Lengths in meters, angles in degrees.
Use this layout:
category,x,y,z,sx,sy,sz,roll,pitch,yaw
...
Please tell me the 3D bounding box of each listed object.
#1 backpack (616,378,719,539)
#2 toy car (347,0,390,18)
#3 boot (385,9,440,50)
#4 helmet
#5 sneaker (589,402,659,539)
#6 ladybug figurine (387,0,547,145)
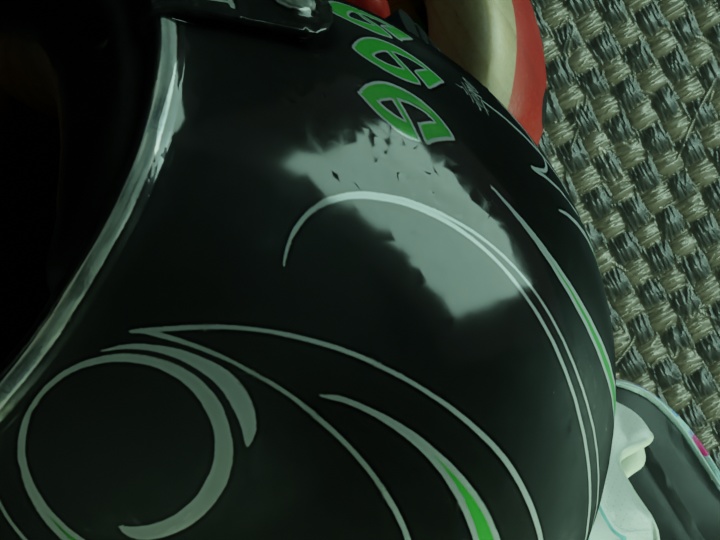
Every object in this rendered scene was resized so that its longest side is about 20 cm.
category,x,y,z,sx,sy,sz,roll,pitch,yaw
backpack,0.098,0.152,1.159,0.201,0.177,0.150,56,-16,-9
toy car,-0.062,-0.114,1.156,0.175,0.149,0.201,54,8,-43
boot,0.000,-0.001,1.089,0.199,0.162,0.074,53,10,-42
helmet,-0.034,0.034,0.606,0.190,0.200,0.201,35,20,-35
sneaker,0.083,0.127,1.030,0.071,0.080,0.201,106,-7,-54
ladybug figurine,0.034,-0.104,1.193,0.072,0.136,0.201,8,45,-32
